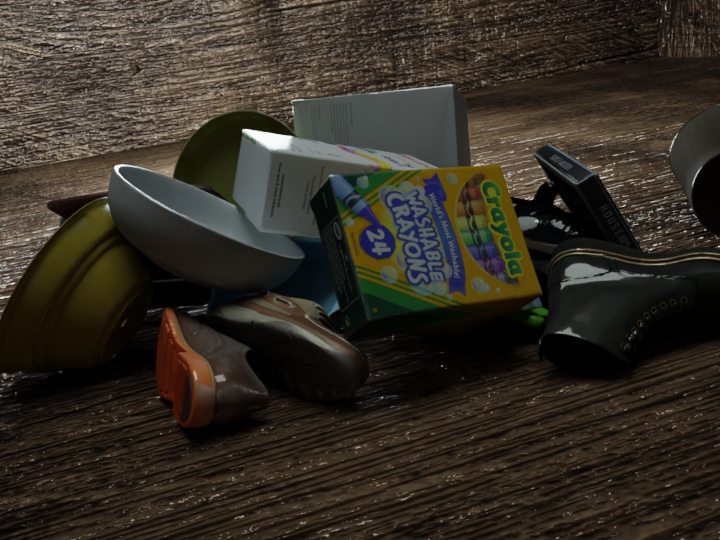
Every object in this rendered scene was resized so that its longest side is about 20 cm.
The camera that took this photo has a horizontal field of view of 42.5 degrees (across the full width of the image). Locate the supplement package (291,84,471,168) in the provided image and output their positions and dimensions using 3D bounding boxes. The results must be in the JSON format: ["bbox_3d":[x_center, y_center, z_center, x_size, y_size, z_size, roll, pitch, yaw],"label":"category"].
[{"bbox_3d":[0.035,-0.121,1.167,0.200,0.192,0.147,-3,2,13],"label":"supplement package"}]

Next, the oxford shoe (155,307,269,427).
[{"bbox_3d":[-0.135,0.084,0.814,0.073,0.071,0.200,3,17,-23],"label":"oxford shoe"}]

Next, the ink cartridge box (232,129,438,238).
[{"bbox_3d":[-0.019,-0.084,0.970,0.200,0.084,0.145,6,14,-20],"label":"ink cartridge box"}]

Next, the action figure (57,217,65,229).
[{"bbox_3d":[-0.283,-0.023,1.202,0.200,0.102,0.119,22,12,8],"label":"action figure"}]

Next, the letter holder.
[{"bbox_3d":[-0.242,-0.023,1.053,0.200,0.101,0.142,-5,-18,12],"label":"letter holder"}]

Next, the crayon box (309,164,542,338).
[{"bbox_3d":[0.070,-0.021,0.786,0.200,0.126,0.052,-7,-19,-28],"label":"crayon box"}]

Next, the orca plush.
[{"bbox_3d":[0.178,-0.056,0.923,0.105,0.071,0.200,7,8,-15],"label":"orca plush"}]

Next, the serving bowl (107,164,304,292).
[{"bbox_3d":[-0.158,-0.030,0.900,0.200,0.066,0.200,27,8,-4],"label":"serving bowl"}]

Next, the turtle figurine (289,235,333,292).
[{"bbox_3d":[0.000,0.000,1.029,0.200,0.064,0.161,2,24,4],"label":"turtle figurine"}]

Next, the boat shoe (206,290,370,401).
[{"bbox_3d":[-0.057,0.055,0.812,0.072,0.076,0.200,-33,32,-31],"label":"boat shoe"}]

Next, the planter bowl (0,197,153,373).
[{"bbox_3d":[-0.264,0.034,0.917,0.083,0.201,0.200,30,21,3],"label":"planter bowl"}]

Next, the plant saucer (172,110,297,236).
[{"bbox_3d":[-0.139,-0.093,1.130,0.200,0.200,0.031,-2,1,21],"label":"plant saucer"}]

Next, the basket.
[{"bbox_3d":[0.460,-0.119,1.111,0.180,0.136,0.200,-6,19,23],"label":"basket"}]

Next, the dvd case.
[{"bbox_3d":[0.240,-0.049,0.937,0.025,0.150,0.200,-33,13,9],"label":"dvd case"}]

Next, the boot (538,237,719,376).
[{"bbox_3d":[0.250,0.046,0.771,0.200,0.078,0.138,4,36,19],"label":"boot"}]

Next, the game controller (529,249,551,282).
[{"bbox_3d":[0.178,-0.003,0.959,0.104,0.042,0.200,5,8,-26],"label":"game controller"}]

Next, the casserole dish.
[{"bbox_3d":[-0.072,0.024,0.946,0.200,0.039,0.121,5,55,43],"label":"casserole dish"}]

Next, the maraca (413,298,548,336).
[{"bbox_3d":[0.092,0.012,0.878,0.200,0.107,0.137,18,17,-6],"label":"maraca"}]
